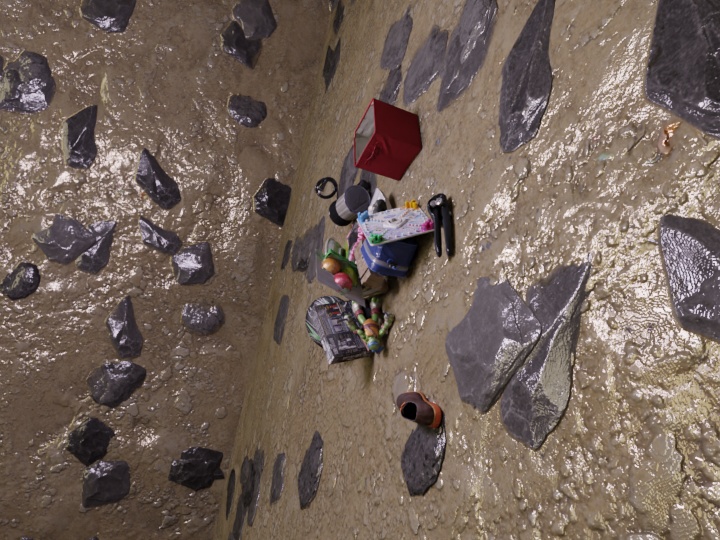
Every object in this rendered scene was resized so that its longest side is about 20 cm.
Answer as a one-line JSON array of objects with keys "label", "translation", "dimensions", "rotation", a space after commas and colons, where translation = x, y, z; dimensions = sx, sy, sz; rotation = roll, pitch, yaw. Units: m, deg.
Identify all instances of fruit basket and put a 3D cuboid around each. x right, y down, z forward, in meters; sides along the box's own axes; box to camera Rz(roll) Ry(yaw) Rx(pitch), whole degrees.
[{"label": "fruit basket", "translation": [-0.071, 0.026, 1.662], "dimensions": [0.094, 0.184, 0.201], "rotation": [-49, 25, 26]}]

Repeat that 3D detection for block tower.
[{"label": "block tower", "translation": [0.024, -0.022, 1.688], "dimensions": [0.054, 0.057, 0.201], "rotation": [-56, 26, 28]}]

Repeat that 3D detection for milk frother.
[{"label": "milk frother", "translation": [-0.078, -0.303, 2.121], "dimensions": [0.188, 0.198, 0.183], "rotation": [-27, 48, 64]}]

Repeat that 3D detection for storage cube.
[{"label": "storage cube", "translation": [0.089, -0.446, 1.789], "dimensions": [0.171, 0.177, 0.202], "rotation": [127, 148, -47]}]

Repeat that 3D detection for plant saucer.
[{"label": "plant saucer", "translation": [-0.084, -0.035, 2.078], "dimensions": [0.200, 0.049, 0.203], "rotation": [-12, -90, -74]}]

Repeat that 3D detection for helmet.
[{"label": "helmet", "translation": [-0.104, 0.191, 1.879], "dimensions": [0.190, 0.197, 0.203], "rotation": [175, 108, -70]}]

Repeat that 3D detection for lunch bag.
[{"label": "lunch bag", "translation": [0.085, -0.060, 1.612], "dimensions": [0.201, 0.134, 0.134], "rotation": [-111, 37, -60]}]

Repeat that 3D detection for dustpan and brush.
[{"label": "dustpan and brush", "translation": [0.080, -0.187, 1.813], "dimensions": [0.200, 0.057, 0.141], "rotation": [40, 120, 35]}]

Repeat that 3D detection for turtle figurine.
[{"label": "turtle figurine", "translation": [0.026, 0.141, 1.645], "dimensions": [0.143, 0.201, 0.195], "rotation": [-32, 30, 12]}]

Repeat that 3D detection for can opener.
[{"label": "can opener", "translation": [0.224, -0.125, 1.418], "dimensions": [0.063, 0.079, 0.202], "rotation": [-19, 54, 20]}]

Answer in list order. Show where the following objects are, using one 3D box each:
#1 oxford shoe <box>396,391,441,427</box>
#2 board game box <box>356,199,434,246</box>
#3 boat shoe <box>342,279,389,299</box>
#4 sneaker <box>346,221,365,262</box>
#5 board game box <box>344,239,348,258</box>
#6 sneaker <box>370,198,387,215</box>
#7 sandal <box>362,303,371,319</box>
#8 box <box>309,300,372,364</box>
[{"label": "oxford shoe", "translation": [0.130, 0.346, 1.327], "dimensions": [0.200, 0.072, 0.072], "rotation": [172, 110, -69]}, {"label": "board game box", "translation": [0.102, -0.148, 1.554], "dimensions": [0.201, 0.197, 0.026], "rotation": [-115, 13, -59]}, {"label": "boat shoe", "translation": [0.014, 0.068, 1.758], "dimensions": [0.199, 0.068, 0.075], "rotation": [-19, 41, 50]}, {"label": "sneaker", "translation": [-0.019, -0.104, 1.961], "dimensions": [0.094, 0.079, 0.202], "rotation": [-4, 60, 42]}, {"label": "board game box", "translation": [-0.022, -0.049, 2.024], "dimensions": [0.102, 0.047, 0.202], "rotation": [128, 148, -48]}, {"label": "sneaker", "translation": [0.080, -0.141, 1.736], "dimensions": [0.090, 0.066, 0.202], "rotation": [37, 139, 37]}, {"label": "sandal", "translation": [-0.006, 0.139, 1.815], "dimensions": [0.201, 0.042, 0.077], "rotation": [58, 135, 41]}, {"label": "box", "translation": [-0.062, 0.201, 1.727], "dimensions": [0.202, 0.156, 0.050], "rotation": [65, 144, 27]}]
